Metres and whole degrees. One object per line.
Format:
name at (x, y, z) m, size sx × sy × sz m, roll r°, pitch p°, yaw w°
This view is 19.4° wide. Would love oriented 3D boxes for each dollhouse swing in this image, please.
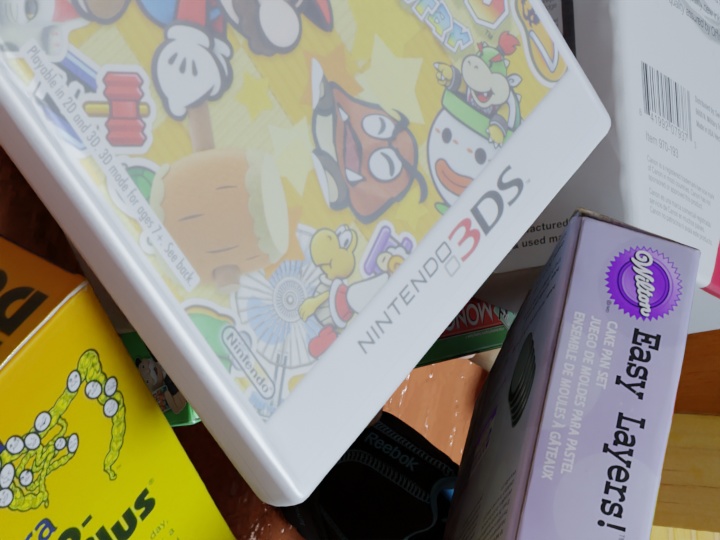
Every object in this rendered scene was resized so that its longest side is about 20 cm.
dollhouse swing at (0.225, 0.100, 1.098) m, size 0.199 × 0.181 × 0.177 m, roll -33°, pitch 112°, yaw -38°

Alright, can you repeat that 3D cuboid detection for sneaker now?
sneaker at (0.026, 0.134, 0.920) m, size 0.073 × 0.081 × 0.201 m, roll -54°, pitch 144°, yaw -21°

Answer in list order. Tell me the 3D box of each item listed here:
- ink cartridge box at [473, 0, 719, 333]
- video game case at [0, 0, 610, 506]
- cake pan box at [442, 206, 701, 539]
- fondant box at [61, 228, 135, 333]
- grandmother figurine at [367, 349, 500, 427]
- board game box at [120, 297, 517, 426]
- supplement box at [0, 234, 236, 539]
ink cartridge box at (0.094, -0.084, 0.822) m, size 0.145 × 0.083 × 0.202 m, roll 21°, pitch 64°, yaw -57°
video game case at (-0.023, -0.066, 0.618) m, size 0.182 × 0.023 × 0.201 m, roll -48°, pitch 116°, yaw -31°
cake pan box at (0.057, 0.104, 0.739) m, size 0.200 × 0.052 × 0.186 m, roll 109°, pitch -2°, yaw -65°
fondant box at (-0.054, -0.102, 0.647) m, size 0.144 × 0.058 × 0.201 m, roll -36°, pitch 108°, yaw -36°
grandmother figurine at (0.000, 0.000, 0.834) m, size 0.199 × 0.060 × 0.123 m, roll 1°, pitch 80°, yaw -54°
board game box at (-0.014, -0.026, 0.756) m, size 0.199 × 0.029 × 0.136 m, roll -9°, pitch 90°, yaw -52°
supplement box at (-0.121, 0.085, 0.680) m, size 0.110 × 0.108 × 0.201 m, roll -49°, pitch 141°, yaw -23°
